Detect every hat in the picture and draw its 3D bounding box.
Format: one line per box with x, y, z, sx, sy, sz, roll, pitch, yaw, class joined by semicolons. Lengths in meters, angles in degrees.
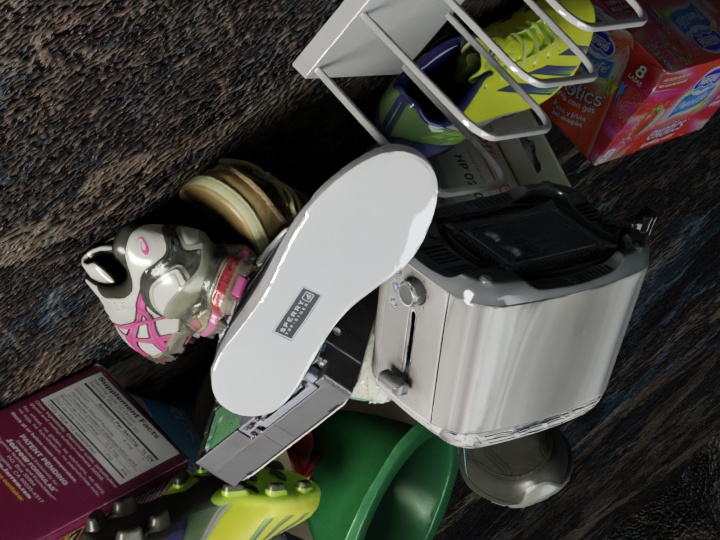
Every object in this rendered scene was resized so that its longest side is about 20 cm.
-0.038;0.134;1.852;0.166;0.176;0.200;-7;119;-66;hat

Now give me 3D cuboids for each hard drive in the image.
-0.035;0.032;1.680;0.140;0.038;0.200;-40;-156;41;hard drive

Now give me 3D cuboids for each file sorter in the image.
0.088;-0.159;1.584;0.200;0.125;0.139;-49;164;22;file sorter

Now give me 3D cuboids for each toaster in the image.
0.095;0.027;1.623;0.200;0.114;0.129;-14;129;-39;toaster

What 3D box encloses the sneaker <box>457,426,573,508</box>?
0.084;0.085;1.759;0.075;0.200;0.079;-26;127;-2;sneaker

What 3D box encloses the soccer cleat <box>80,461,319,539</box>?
-0.108;0.179;1.689;0.200;0.065;0.084;-16;117;-45;soccer cleat

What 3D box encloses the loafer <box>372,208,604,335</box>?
0.083;0.008;1.733;0.200;0.076;0.068;-24;118;-28;loafer

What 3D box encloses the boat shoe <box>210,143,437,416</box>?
-0.025;-0.003;1.562;0.200;0.072;0.068;-56;-161;20;boat shoe

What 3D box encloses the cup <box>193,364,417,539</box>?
-0.042;0.116;1.952;0.143;0.201;0.200;6;134;-38;cup

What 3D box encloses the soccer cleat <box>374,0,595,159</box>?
0.093;-0.142;1.762;0.200;0.065;0.084;-35;161;-26;soccer cleat

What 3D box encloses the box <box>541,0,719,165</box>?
0.219;-0.160;1.971;0.100;0.095;0.200;-52;162;29;box

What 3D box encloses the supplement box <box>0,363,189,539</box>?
-0.231;0.166;1.707;0.200;0.103;0.131;-25;154;-47;supplement box

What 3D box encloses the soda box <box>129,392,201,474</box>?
-0.129;0.183;1.820;0.068;0.200;0.064;-47;140;19;soda box

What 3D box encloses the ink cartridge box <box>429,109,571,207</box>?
0.062;-0.034;1.862;0.068;0.115;0.200;-3;143;-34;ink cartridge box

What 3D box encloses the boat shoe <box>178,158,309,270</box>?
-0.064;-0.041;1.635;0.063;0.073;0.201;-49;168;-4;boat shoe

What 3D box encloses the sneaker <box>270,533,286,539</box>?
-0.130;0.180;1.926;0.073;0.200;0.085;48;54;-42;sneaker

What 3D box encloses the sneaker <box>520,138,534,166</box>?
0.061;-0.029;1.999;0.104;0.060;0.200;-38;168;-36;sneaker

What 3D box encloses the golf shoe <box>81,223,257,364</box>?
-0.130;0.004;1.604;0.073;0.092;0.200;-68;-169;-17;golf shoe

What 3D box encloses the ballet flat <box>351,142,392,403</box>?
0.000;0.000;1.783;0.064;0.200;0.076;-12;149;22;ballet flat
